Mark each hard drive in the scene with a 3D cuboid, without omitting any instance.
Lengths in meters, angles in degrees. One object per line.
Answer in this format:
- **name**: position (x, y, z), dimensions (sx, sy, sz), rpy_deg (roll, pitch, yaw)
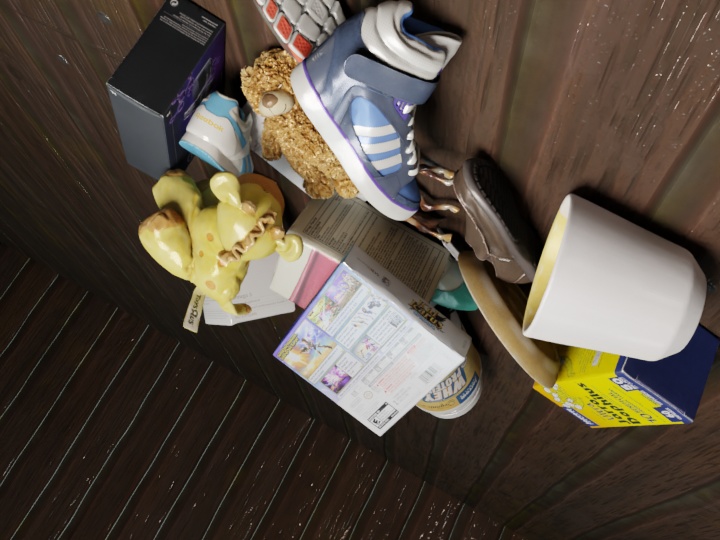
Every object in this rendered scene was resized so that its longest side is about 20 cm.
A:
- **hard drive**: position (-0.079, -0.154, 0.968), dimensions (0.198, 0.027, 0.131), rpy_deg (38, 158, -15)

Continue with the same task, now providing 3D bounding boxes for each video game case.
- **video game case**: position (0.009, 0.093, 0.887), dimensions (0.180, 0.046, 0.201), rpy_deg (37, 130, -4)

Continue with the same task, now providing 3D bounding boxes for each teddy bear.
- **teddy bear**: position (-0.067, -0.157, 0.844), dimensions (0.142, 0.067, 0.202), rpy_deg (19, 147, 27)

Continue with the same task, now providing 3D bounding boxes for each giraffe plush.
- **giraffe plush**: position (-0.153, -0.051, 0.850), dimensions (0.170, 0.205, 0.161), rpy_deg (16, 143, -39)

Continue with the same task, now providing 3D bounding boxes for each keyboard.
- **keyboard**: position (0.169, 0.023, 0.972), dimensions (0.200, 0.011, 0.056), rpy_deg (48, -172, -18)

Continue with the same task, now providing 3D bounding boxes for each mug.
- **mug**: position (0.264, 0.010, 0.748), dimensions (0.149, 0.187, 0.153), rpy_deg (18, 116, 8)

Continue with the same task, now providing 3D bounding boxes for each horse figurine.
- **horse figurine**: position (0.057, -0.102, 0.860), dimensions (0.130, 0.051, 0.201), rpy_deg (24, 158, 18)

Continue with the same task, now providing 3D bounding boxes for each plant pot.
- **plant pot**: position (0.192, 0.053, 0.903), dimensions (0.200, 0.027, 0.201), rpy_deg (46, -160, -21)

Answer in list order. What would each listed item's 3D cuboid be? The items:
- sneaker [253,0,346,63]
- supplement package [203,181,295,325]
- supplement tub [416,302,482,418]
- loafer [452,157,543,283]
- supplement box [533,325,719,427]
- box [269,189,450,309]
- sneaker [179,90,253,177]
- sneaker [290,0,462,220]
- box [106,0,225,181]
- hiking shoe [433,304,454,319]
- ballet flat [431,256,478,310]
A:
- **sneaker**: position (-0.048, -0.222, 0.706), dimensions (0.200, 0.078, 0.081), rpy_deg (45, 162, -30)
- **supplement package**: position (-0.189, -0.026, 1.136), dimensions (0.114, 0.206, 0.116), rpy_deg (-10, -177, -32)
- **supplement tub**: position (0.122, 0.148, 1.202), dimensions (0.142, 0.147, 0.201), rpy_deg (15, 155, 35)
- **loafer**: position (0.146, -0.042, 0.809), dimensions (0.069, 0.074, 0.200), rpy_deg (-15, 136, 28)
- **supplement box**: position (0.324, 0.119, 0.902), dimensions (0.107, 0.111, 0.200), rpy_deg (33, 160, -6)
- **box**: position (0.000, 0.000, 0.941), dimensions (0.197, 0.129, 0.110), rpy_deg (29, 133, 4)
- **sneaker**: position (-0.168, -0.167, 0.928), dimensions (0.075, 0.082, 0.200), rpy_deg (29, 179, 0)
- **sneaker**: position (0.044, -0.147, 0.664), dimensions (0.144, 0.082, 0.200), rpy_deg (-27, 126, 22)
- **box**: position (-0.231, -0.212, 0.886), dimensions (0.078, 0.143, 0.200), rpy_deg (30, 160, -1)
- **hiking shoe**: position (0.050, 0.092, 1.020), dimensions (0.196, 0.089, 0.074), rpy_deg (-5, -161, -41)
- **ballet flat**: position (0.089, -0.004, 1.016), dimensions (0.196, 0.068, 0.071), rpy_deg (23, 153, 19)
